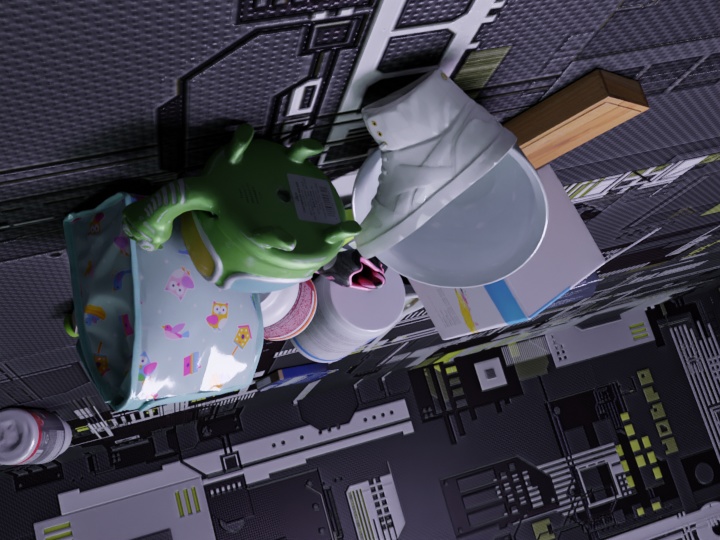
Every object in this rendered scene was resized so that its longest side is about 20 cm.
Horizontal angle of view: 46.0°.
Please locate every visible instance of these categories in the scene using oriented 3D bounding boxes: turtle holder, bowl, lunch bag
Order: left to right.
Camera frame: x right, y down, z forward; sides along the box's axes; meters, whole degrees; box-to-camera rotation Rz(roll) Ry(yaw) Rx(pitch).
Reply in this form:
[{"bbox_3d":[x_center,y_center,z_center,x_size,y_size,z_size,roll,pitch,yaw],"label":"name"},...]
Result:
[{"bbox_3d":[-0.192,0.035,0.850,0.122,0.201,0.170,-15,171,35],"label":"lunch bag"},{"bbox_3d":[-0.104,-0.037,0.768,0.132,0.141,0.185,-39,178,40],"label":"turtle holder"},{"bbox_3d":[0.096,-0.085,0.881,0.200,0.090,0.201,8,131,9],"label":"bowl"}]

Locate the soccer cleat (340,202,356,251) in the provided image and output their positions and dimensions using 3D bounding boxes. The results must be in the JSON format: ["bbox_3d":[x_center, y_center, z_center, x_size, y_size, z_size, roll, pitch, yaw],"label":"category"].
[{"bbox_3d":[-0.004,-0.057,1.046,0.199,0.068,0.081,-13,-171,-25],"label":"soccer cleat"}]

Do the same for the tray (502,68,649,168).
[{"bbox_3d":[0.208,-0.153,0.948,0.200,0.037,0.098,-27,163,40],"label":"tray"}]

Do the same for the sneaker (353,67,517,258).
[{"bbox_3d":[0.035,-0.101,0.785,0.200,0.116,0.074,-40,-169,37],"label":"sneaker"}]

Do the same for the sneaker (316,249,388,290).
[{"bbox_3d":[0.000,0.000,1.157,0.079,0.095,0.200,-61,156,9],"label":"sneaker"}]

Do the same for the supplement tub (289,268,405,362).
[{"bbox_3d":[-0.028,0.061,1.333,0.132,0.132,0.200,-10,166,-27],"label":"supplement tub"}]

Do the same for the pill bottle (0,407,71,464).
[{"bbox_3d":[-0.673,0.341,1.739,0.110,0.111,0.200,-17,167,2],"label":"pill bottle"}]

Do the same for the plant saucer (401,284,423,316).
[{"bbox_3d":[0.033,0.059,1.577,0.200,0.050,0.200,-16,167,-4],"label":"plant saucer"}]

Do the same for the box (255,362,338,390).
[{"bbox_3d":[-0.170,0.283,2.293,0.200,0.032,0.121,-3,162,-40],"label":"box"}]

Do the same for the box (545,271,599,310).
[{"bbox_3d":[0.329,0.011,1.590,0.196,0.118,0.200,-18,168,9],"label":"box"}]

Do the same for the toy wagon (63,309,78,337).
[{"bbox_3d":[-0.304,0.059,1.183,0.155,0.040,0.200,-21,166,20],"label":"toy wagon"}]

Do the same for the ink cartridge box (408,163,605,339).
[{"bbox_3d":[0.170,-0.017,1.089,0.147,0.146,0.200,-32,-177,-27],"label":"ink cartridge box"}]

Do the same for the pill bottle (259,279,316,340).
[{"bbox_3d":[-0.126,0.025,1.099,0.113,0.113,0.200,-17,167,3],"label":"pill bottle"}]
